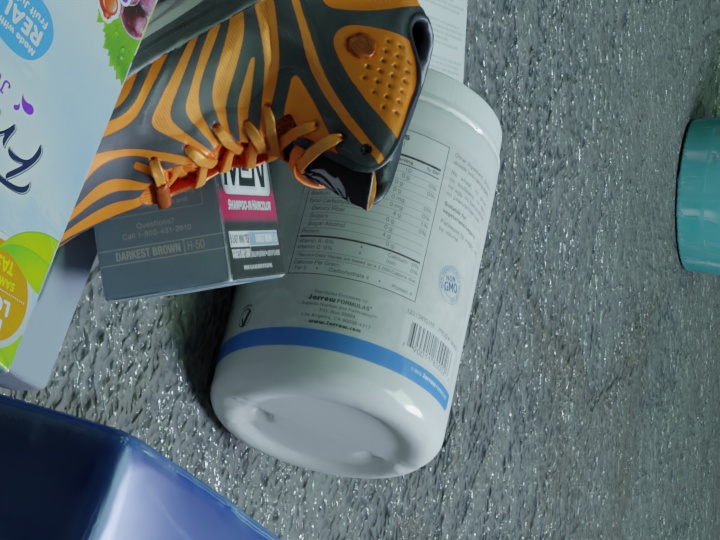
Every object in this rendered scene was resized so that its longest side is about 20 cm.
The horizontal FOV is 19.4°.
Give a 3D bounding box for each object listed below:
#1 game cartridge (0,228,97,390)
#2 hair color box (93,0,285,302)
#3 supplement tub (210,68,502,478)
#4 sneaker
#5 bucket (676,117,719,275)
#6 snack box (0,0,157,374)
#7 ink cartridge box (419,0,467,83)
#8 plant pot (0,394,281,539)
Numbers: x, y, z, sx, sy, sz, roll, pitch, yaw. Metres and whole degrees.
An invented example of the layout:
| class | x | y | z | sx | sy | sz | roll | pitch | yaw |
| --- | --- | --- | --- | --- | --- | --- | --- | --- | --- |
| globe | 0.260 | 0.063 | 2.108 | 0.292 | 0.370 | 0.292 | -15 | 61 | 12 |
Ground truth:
| class | x | y | z | sx | sy | sz | roll | pitch | yaw |
| --- | --- | --- | --- | --- | --- | --- | --- | --- | --- |
| game cartridge | -0.159 | -0.047 | 0.841 | 0.201 | 0.040 | 0.134 | 69 | 27 | -49 |
| hair color box | -0.086 | -0.091 | 0.927 | 0.099 | 0.060 | 0.202 | -8 | 88 | -79 |
| supplement tub | 0.000 | 0.000 | 1.159 | 0.132 | 0.131 | 0.201 | 62 | 36 | -56 |
| sneaker | -0.049 | -0.052 | 0.828 | 0.200 | 0.112 | 0.078 | -43 | 173 | -11 |
| bucket | 0.443 | -0.083 | 2.404 | 0.207 | 0.134 | 0.209 | 4 | 90 | -70 |
| snack box | -0.159 | -0.088 | 0.710 | 0.169 | 0.067 | 0.201 | 46 | 48 | -37 |
| ink cartridge box | 0.021 | -0.176 | 1.320 | 0.200 | 0.043 | 0.175 | 1 | 91 | -70 |
| plant pot | -0.147 | 0.140 | 0.680 | 0.200 | 0.198 | 0.181 | 51 | 53 | -62 |
